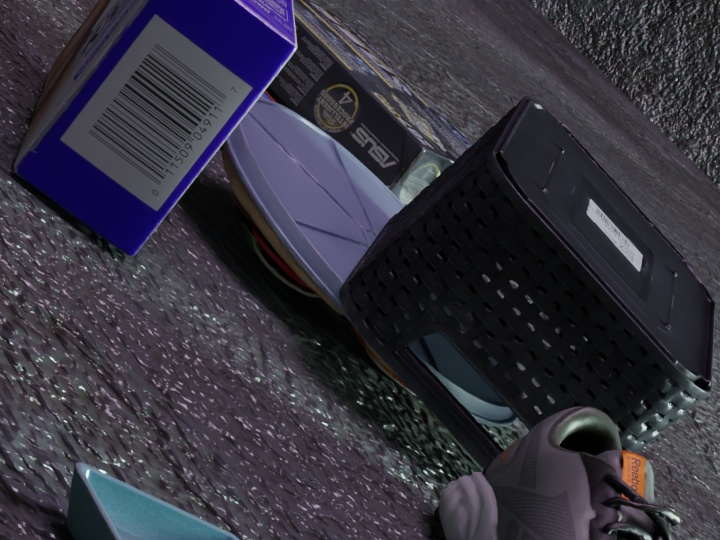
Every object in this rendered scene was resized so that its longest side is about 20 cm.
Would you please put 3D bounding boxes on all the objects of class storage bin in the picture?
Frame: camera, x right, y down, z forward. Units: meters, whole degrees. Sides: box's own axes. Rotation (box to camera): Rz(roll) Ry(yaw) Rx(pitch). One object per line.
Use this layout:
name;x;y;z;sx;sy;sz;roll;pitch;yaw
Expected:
storage bin;0.080;0.012;1.110;0.135;0.094;0.200;47;16;-3

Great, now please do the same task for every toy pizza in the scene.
toy pizza;0.000;0.000;1.159;0.200;0.032;0.200;44;15;-15

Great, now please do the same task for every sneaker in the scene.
sneaker;0.083;0.110;0.906;0.074;0.079;0.200;38;12;-24

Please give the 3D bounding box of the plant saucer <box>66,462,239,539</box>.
plant saucer;-0.021;0.126;0.644;0.070;0.019;0.200;31;13;-41

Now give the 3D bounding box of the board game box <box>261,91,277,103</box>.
board game box;-0.041;-0.060;1.318;0.200;0.019;0.103;47;13;28

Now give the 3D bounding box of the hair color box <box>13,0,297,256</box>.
hair color box;-0.083;-0.089;1.042;0.065;0.109;0.200;37;11;-10

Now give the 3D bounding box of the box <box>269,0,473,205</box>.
box;0.003;-0.104;1.571;0.200;0.049;0.161;47;10;27
